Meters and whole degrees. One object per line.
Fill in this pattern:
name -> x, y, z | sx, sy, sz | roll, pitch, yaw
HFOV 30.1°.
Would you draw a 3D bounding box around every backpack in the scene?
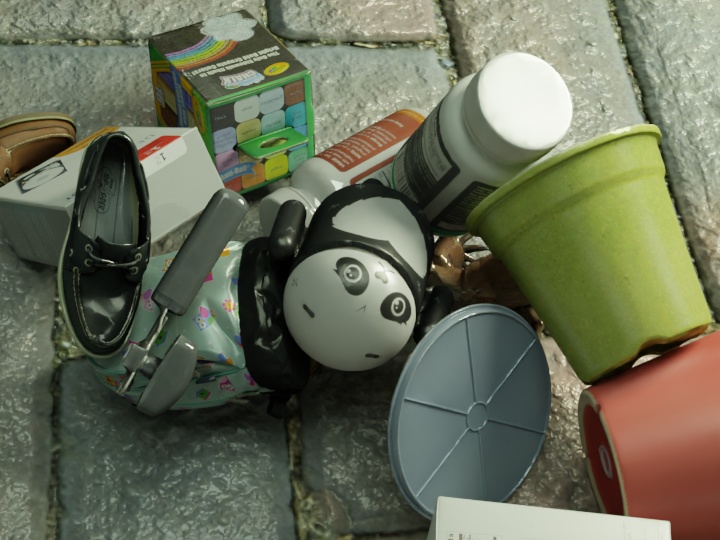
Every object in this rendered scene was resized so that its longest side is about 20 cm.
backpack -> -0.154, 0.051, 1.236 | 0.198, 0.127, 0.168 | -12, 56, 16

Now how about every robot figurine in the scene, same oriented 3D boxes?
robot figurine -> 0.002, 0.000, 1.210 | 0.149, 0.126, 0.201 | -2, 34, 15

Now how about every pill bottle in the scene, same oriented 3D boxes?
pill bottle -> 0.111, -0.115, 1.250 | 0.112, 0.200, 0.114 | 7, 69, -18
pill bottle -> -0.001, -0.079, 1.380 | 0.199, 0.113, 0.112 | -30, 60, -26

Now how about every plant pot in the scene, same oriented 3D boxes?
plant pot -> 0.299, 0.155, 1.200 | 0.176, 0.201, 0.202 | -12, 53, -3
plant pot -> 0.224, -0.003, 1.228 | 0.199, 0.200, 0.185 | -20, 76, -21

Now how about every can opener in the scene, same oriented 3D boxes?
can opener -> -0.145, 0.029, 1.153 | 0.067, 0.053, 0.201 | 32, 84, -9

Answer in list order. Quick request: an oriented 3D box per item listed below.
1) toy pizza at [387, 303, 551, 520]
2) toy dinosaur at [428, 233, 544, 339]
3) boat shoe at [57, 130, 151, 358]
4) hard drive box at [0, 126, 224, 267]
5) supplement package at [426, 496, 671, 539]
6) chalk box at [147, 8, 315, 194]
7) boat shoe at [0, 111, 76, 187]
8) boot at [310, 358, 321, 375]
toy pizza -> 0.096, 0.128, 1.208 | 0.200, 0.202, 0.032 | -35, 29, -29
toy dinosaur -> 0.144, 0.004, 1.363 | 0.198, 0.086, 0.136 | 3, 45, -11
boat shoe -> -0.217, -0.027, 1.163 | 0.074, 0.066, 0.201 | 11, 75, -20
hard drive box -> -0.251, -0.073, 1.314 | 0.155, 0.077, 0.199 | -36, 25, -28
supplement package -> 0.153, 0.273, 1.129 | 0.198, 0.114, 0.110 | 7, 53, -2
chalk box -> -0.126, -0.165, 1.412 | 0.124, 0.125, 0.200 | -20, 45, -21
boat shoe -> -0.388, -0.105, 1.401 | 0.198, 0.072, 0.068 | -19, 60, -8
boot -> -0.046, 0.049, 1.309 | 0.199, 0.076, 0.074 | -30, 65, -23
